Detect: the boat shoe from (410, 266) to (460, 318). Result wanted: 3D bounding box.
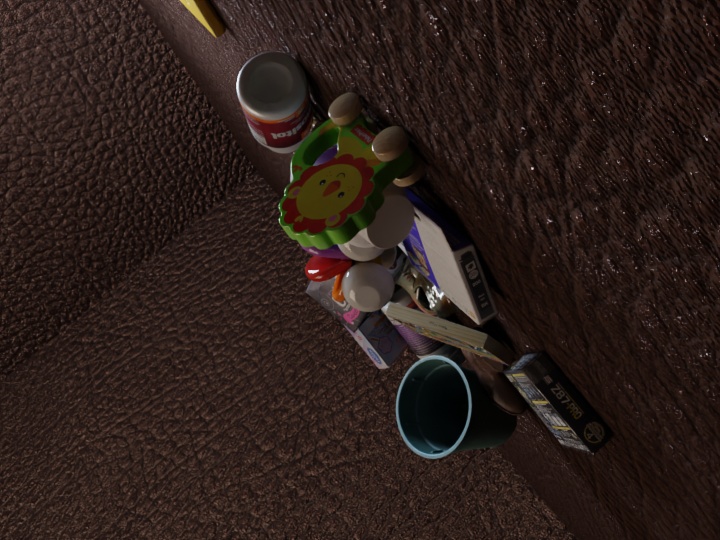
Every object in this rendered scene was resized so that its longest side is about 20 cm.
[{"bbox_3d":[0.125,0.029,1.672,0.075,0.068,0.200,52,176,-20],"label":"boat shoe"}]

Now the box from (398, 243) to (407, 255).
[{"bbox_3d":[0.084,-0.057,1.585,0.200,0.041,0.119,47,174,22],"label":"box"}]

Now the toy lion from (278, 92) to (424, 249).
[{"bbox_3d":[-0.030,-0.119,1.207,0.200,0.191,0.069,47,175,48],"label":"toy lion"}]

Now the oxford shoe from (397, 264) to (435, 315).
[{"bbox_3d":[0.096,0.003,1.830,0.200,0.071,0.074,41,171,0],"label":"oxford shoe"}]

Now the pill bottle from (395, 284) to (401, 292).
[{"bbox_3d":[0.015,-0.046,1.911,0.200,0.112,0.112,51,176,-9],"label":"pill bottle"}]

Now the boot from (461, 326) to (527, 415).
[{"bbox_3d":[0.258,0.189,1.743,0.187,0.064,0.200,48,171,7],"label":"boot"}]

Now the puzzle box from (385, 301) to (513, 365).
[{"bbox_3d":[0.154,0.109,1.622,0.199,0.026,0.133,18,172,33],"label":"puzzle box"}]

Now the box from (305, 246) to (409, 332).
[{"bbox_3d":[0.000,0.000,1.755,0.132,0.115,0.200,40,144,7],"label":"box"}]

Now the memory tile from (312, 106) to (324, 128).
[{"bbox_3d":[-0.082,-0.267,1.694,0.200,0.017,0.153,51,176,4],"label":"memory tile"}]

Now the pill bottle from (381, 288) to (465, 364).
[{"bbox_3d":[0.140,0.117,1.974,0.201,0.111,0.111,52,175,-17],"label":"pill bottle"}]

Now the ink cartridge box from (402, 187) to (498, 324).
[{"bbox_3d":[0.108,-0.043,1.368,0.198,0.043,0.201,46,167,48],"label":"ink cartridge box"}]

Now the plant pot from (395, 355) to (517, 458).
[{"bbox_3d":[0.210,0.283,1.924,0.195,0.201,0.200,11,-154,-44],"label":"plant pot"}]

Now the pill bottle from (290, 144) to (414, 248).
[{"bbox_3d":[-0.010,-0.104,1.309,0.200,0.112,0.113,39,169,50],"label":"pill bottle"}]

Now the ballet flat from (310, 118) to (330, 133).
[{"bbox_3d":[-0.025,-0.211,1.438,0.067,0.046,0.200,49,172,-19],"label":"ballet flat"}]

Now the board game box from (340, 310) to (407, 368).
[{"bbox_3d":[0.047,0.069,2.011,0.200,0.200,0.041,52,147,-15],"label":"board game box"}]

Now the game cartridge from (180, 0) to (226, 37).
[{"bbox_3d":[-0.355,-0.578,1.865,0.176,0.032,0.200,48,173,35],"label":"game cartridge"}]

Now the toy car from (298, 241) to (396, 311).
[{"bbox_3d":[-0.022,-0.040,1.477,0.175,0.148,0.202,-82,-13,-61],"label":"toy car"}]

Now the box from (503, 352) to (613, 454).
[{"bbox_3d":[0.301,0.205,1.460,0.161,0.049,0.200,49,176,6],"label":"box"}]

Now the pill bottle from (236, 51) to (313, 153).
[{"bbox_3d":[-0.135,-0.267,1.545,0.113,0.113,0.200,50,173,11],"label":"pill bottle"}]
